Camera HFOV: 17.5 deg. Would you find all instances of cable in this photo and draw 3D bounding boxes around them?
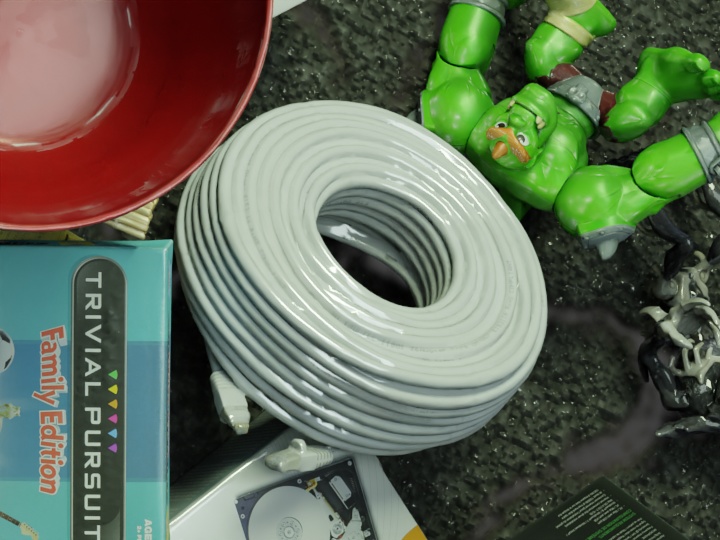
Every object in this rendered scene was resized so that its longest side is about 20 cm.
[{"bbox_3d":[0.000,0.000,1.190,0.199,0.069,0.201,-3,55,-37],"label":"cable"}]

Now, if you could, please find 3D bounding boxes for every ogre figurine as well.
[{"bbox_3d":[0.114,-0.087,1.273,0.200,0.098,0.120,37,82,2],"label":"ogre figurine"}]

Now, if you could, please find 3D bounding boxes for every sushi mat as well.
[{"bbox_3d":[-0.173,-0.094,1.054,0.199,0.012,0.096,22,81,-9],"label":"sushi mat"}]

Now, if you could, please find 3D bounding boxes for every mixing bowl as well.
[{"bbox_3d":[-0.142,-0.110,1.000,0.199,0.108,0.202,1,84,-11],"label":"mixing bowl"}]

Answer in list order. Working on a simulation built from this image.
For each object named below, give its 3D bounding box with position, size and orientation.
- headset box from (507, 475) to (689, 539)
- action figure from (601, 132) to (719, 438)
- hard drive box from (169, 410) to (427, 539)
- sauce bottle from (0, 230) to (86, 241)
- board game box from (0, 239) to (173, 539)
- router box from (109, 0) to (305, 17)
[{"bbox_3d":[0.087,0.236,1.184,0.174,0.093,0.201,-28,139,-32],"label":"headset box"},{"bbox_3d":[0.203,0.021,1.320,0.118,0.102,0.201,-20,90,-29],"label":"action figure"},{"bbox_3d":[-0.059,0.183,1.181,0.200,0.077,0.156,-38,100,-25],"label":"hard drive box"},{"bbox_3d":[-0.199,-0.016,1.141,0.199,0.065,0.065,31,71,-13],"label":"sauce bottle"},{"bbox_3d":[-0.188,0.061,1.089,0.198,0.047,0.152,0,95,-1],"label":"board game box"},{"bbox_3d":[-0.096,-0.208,1.135,0.179,0.049,0.201,-33,113,-47],"label":"router box"}]
